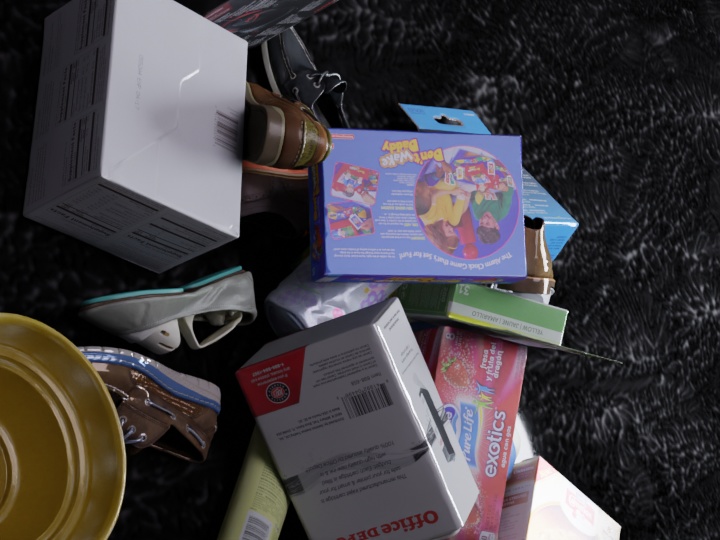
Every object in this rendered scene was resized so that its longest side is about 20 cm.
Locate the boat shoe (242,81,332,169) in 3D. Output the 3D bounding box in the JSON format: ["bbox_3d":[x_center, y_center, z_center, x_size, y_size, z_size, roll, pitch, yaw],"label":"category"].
[{"bbox_3d":[-0.081,-0.126,1.489,0.067,0.200,0.073,8,106,-20],"label":"boat shoe"}]

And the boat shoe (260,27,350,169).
[{"bbox_3d":[-0.040,-0.169,1.661,0.074,0.066,0.201,-10,81,-61],"label":"boat shoe"}]

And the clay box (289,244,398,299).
[{"bbox_3d":[0.018,-0.014,1.680,0.115,0.047,0.200,56,39,-12],"label":"clay box"}]

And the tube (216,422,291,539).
[{"bbox_3d":[-0.085,0.194,1.467,0.051,0.058,0.201,15,45,3],"label":"tube"}]

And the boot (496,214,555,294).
[{"bbox_3d":[0.165,-0.020,1.646,0.200,0.073,0.076,-100,-165,-87],"label":"boot"}]

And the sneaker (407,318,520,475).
[{"bbox_3d":[0.095,0.146,1.675,0.201,0.076,0.111,61,29,-20],"label":"sneaker"}]

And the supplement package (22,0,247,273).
[{"bbox_3d":[-0.192,-0.126,1.428,0.155,0.110,0.202,25,56,-41],"label":"supplement package"}]

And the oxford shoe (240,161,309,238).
[{"bbox_3d":[-0.053,-0.062,1.590,0.198,0.071,0.073,7,73,-27],"label":"oxford shoe"}]

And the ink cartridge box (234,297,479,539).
[{"bbox_3d":[0.000,0.146,1.453,0.202,0.143,0.084,67,22,-8],"label":"ink cartridge box"}]

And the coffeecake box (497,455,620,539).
[{"bbox_3d":[0.192,0.324,1.714,0.153,0.073,0.201,40,46,-30],"label":"coffeecake box"}]

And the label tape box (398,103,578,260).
[{"bbox_3d":[0.127,-0.095,1.819,0.144,0.064,0.200,0,42,-50],"label":"label tape box"}]

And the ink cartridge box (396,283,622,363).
[{"bbox_3d":[0.143,0.044,1.584,0.144,0.199,0.048,16,84,-30],"label":"ink cartridge box"}]

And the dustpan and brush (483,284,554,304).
[{"bbox_3d":[0.156,0.034,1.793,0.200,0.138,0.058,52,44,-61],"label":"dustpan and brush"}]

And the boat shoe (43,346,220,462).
[{"bbox_3d":[-0.189,0.114,1.353,0.199,0.072,0.073,20,60,-44],"label":"boat shoe"}]

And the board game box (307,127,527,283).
[{"bbox_3d":[0.052,-0.058,1.509,0.198,0.045,0.136,1,82,-18],"label":"board game box"}]

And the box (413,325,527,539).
[{"bbox_3d":[0.085,0.162,1.578,0.095,0.100,0.202,14,80,-18],"label":"box"}]

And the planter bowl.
[{"bbox_3d":[-0.277,0.140,1.226,0.200,0.083,0.202,24,55,-41],"label":"planter bowl"}]

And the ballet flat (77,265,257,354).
[{"bbox_3d":[-0.160,0.040,1.429,0.199,0.067,0.064,-13,91,-52],"label":"ballet flat"}]

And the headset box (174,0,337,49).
[{"bbox_3d":[-0.128,-0.263,1.538,0.199,0.148,0.076,-16,85,-52],"label":"headset box"}]

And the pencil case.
[{"bbox_3d":[0.000,0.000,1.551,0.091,0.083,0.200,41,71,11],"label":"pencil case"}]
